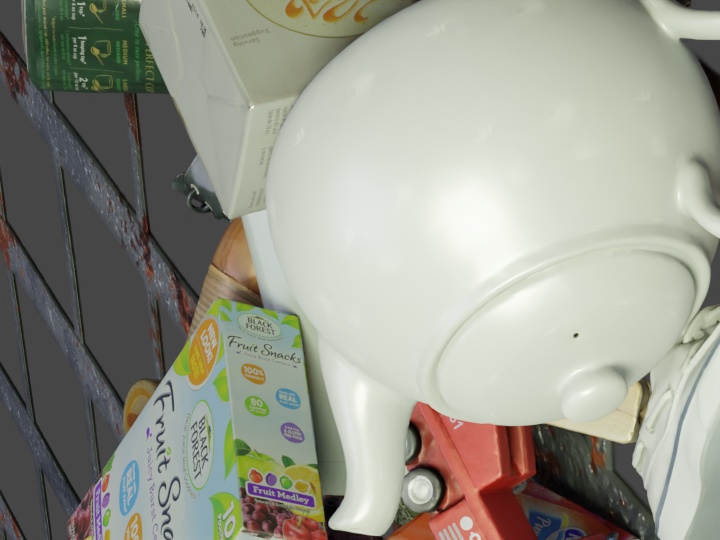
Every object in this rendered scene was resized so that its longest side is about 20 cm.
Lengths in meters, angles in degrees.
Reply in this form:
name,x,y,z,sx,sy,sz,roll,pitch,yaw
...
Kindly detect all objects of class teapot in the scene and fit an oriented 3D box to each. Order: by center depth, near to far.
name,x,y,z,sx,sy,sz,roll,pitch,yaw
teapot,0.068,-0.010,0.896,0.201,0.196,0.147,96,154,-55

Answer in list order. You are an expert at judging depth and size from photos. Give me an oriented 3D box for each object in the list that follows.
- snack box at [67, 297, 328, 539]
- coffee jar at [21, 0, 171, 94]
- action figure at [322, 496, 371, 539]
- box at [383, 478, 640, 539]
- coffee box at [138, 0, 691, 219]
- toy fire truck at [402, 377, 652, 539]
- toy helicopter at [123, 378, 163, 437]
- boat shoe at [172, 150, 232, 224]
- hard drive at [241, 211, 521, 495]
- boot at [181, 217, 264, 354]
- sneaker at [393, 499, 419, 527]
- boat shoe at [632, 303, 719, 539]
name,x,y,z,sx,sy,sz,roll,pitch,yaw
snack box,-0.087,0.132,1.167,0.200,0.053,0.143,-54,34,39
coffee jar,-0.077,-0.141,1.238,0.105,0.198,0.086,97,180,-45
action figure,0.007,0.225,1.332,0.200,0.149,0.134,50,167,-3
box,0.074,0.213,1.182,0.099,0.095,0.201,25,132,35
coffee box,0.020,-0.107,0.974,0.080,0.199,0.115,105,145,-54
toy fire truck,0.080,0.063,1.049,0.201,0.141,0.049,62,-159,13
toy helicopter,-0.078,0.112,1.275,0.200,0.078,0.133,42,123,47
boat shoe,-0.078,-0.065,1.319,0.074,0.066,0.201,-23,-80,-79
hard drive,0.003,0.013,1.143,0.131,0.026,0.201,-4,105,44
boot,0.000,0.000,1.270,0.077,0.199,0.156,31,98,48
sneaker,0.035,0.076,1.218,0.088,0.077,0.201,19,126,35
boat shoe,0.144,0.049,0.939,0.066,0.073,0.201,59,154,28
